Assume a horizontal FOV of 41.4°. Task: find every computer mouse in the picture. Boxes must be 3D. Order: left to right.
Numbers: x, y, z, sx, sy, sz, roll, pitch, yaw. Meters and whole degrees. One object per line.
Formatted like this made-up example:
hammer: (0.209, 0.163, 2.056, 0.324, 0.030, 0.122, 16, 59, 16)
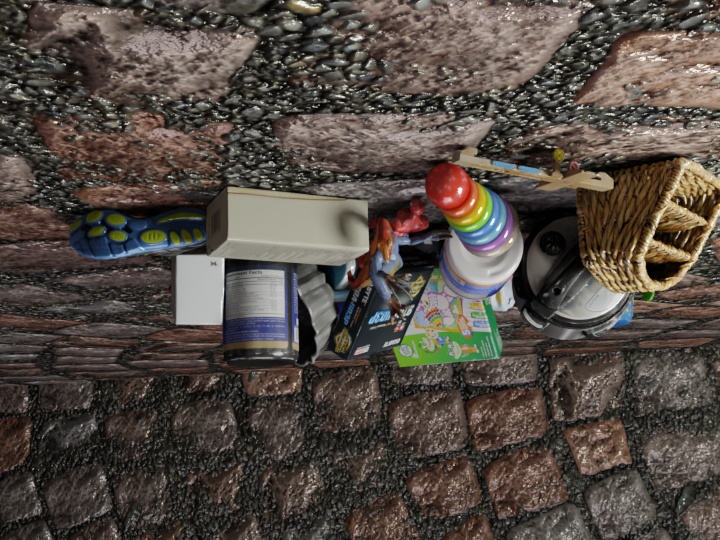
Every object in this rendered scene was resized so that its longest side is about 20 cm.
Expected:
computer mouse: (0.117, -0.035, 1.515, 0.058, 0.035, 0.200, -6, 168, 15)

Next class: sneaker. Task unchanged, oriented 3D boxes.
sneaker: (-0.299, -0.043, 1.306, 0.197, 0.072, 0.083, -4, 163, -4)
sneaker: (0.000, 0.000, 1.570, 0.129, 0.081, 0.200, -3, 172, -16)

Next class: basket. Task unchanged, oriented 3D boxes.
basket: (0.381, -0.048, 1.219, 0.148, 0.145, 0.199, -9, 167, 34)

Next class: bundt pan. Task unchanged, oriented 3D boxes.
bundt pan: (-0.106, 0.049, 1.543, 0.075, 0.204, 0.201, -30, -175, -32)

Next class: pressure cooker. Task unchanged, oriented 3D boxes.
pressure cooker: (0.310, 0.008, 1.402, 0.176, 0.178, 0.200, -1, 168, 5)

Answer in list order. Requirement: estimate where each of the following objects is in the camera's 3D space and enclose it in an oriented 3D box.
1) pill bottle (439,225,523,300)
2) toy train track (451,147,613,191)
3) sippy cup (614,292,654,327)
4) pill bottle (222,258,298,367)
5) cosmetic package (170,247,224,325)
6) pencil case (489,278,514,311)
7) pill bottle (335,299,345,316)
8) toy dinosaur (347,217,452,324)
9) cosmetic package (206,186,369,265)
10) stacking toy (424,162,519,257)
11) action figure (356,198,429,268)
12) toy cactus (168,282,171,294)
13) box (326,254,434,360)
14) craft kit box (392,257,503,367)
pill bottle: (0.173, -0.017, 1.411, 0.110, 0.114, 0.200, -2, 169, 1)
toy train track: (0.203, -0.125, 1.108, 0.197, 0.033, 0.115, 8, 173, -16)
sippy cup: (0.413, 0.030, 1.636, 0.175, 0.132, 0.140, -6, 168, 17)
pill bottle: (-0.146, 0.035, 1.390, 0.110, 0.203, 0.112, -2, 168, 0)
cosmetic package: (-0.248, 0.020, 1.432, 0.070, 0.103, 0.200, 1, -177, -13)
pencil case: (0.180, 0.036, 1.726, 0.198, 0.092, 0.083, -8, 155, 24)
pill bottle: (-0.045, 0.077, 1.828, 0.197, 0.117, 0.116, -3, 169, 11)
toy dinosaur: (0.025, -0.007, 1.307, 0.198, 0.106, 0.182, 2, 144, 27)
cosmetic package: (-0.098, -0.056, 1.273, 0.198, 0.074, 0.103, 3, 167, -25)
stacking toy: (0.136, -0.083, 1.197, 0.084, 0.087, 0.200, -7, 162, 22)
action figure: (0.048, -0.056, 1.362, 0.065, 0.052, 0.200, -3, 165, -22)
toy cactus: (-0.239, 0.028, 1.681, 0.197, 0.104, 0.165, -2, -172, -12)
box: (0.036, 0.056, 1.557, 0.046, 0.161, 0.199, 29, -165, 23)
craft kit box: (0.134, 0.073, 1.691, 0.195, 0.202, 0.049, -6, -152, 27)
